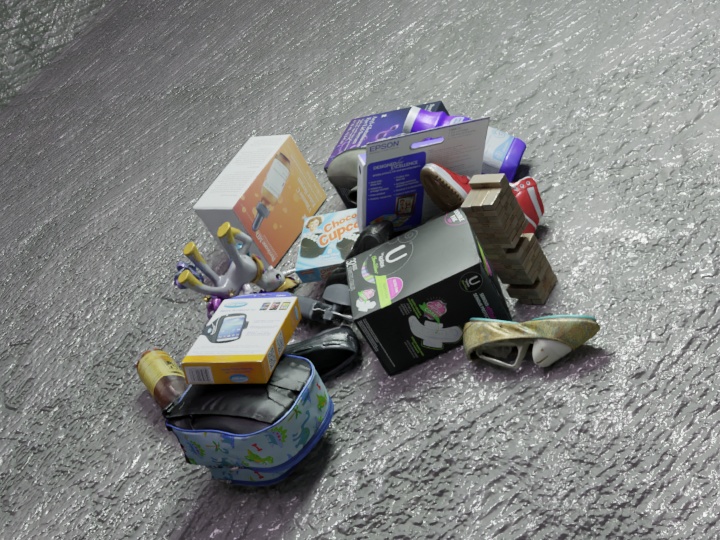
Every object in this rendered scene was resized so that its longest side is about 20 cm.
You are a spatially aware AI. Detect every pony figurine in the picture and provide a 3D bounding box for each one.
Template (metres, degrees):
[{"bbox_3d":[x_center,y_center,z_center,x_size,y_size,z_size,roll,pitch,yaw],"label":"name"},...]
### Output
[{"bbox_3d":[-0.213,0.029,1.821,0.193,0.200,0.167,-49,40,3],"label":"pony figurine"}]

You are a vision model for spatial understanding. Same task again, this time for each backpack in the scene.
[{"bbox_3d":[-0.140,0.204,1.534,0.199,0.148,0.183,-1,39,35],"label":"backpack"}]

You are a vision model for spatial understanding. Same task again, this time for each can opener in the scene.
[{"bbox_3d":[-0.059,0.049,1.727,0.199,0.053,0.067,13,83,56],"label":"can opener"}]

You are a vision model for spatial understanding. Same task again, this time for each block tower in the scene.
[{"bbox_3d":[0.205,-0.040,1.520,0.054,0.201,0.058,1,44,40],"label":"block tower"}]

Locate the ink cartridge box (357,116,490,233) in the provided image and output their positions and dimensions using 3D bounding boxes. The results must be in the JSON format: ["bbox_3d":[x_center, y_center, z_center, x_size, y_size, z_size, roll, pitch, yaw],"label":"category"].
[{"bbox_3d":[0.091,-0.148,1.660,0.197,0.201,0.044,-13,50,-14],"label":"ink cartridge box"}]

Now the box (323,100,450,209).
[{"bbox_3d":[0.060,-0.201,1.942,0.199,0.105,0.148,-8,39,33],"label":"box"}]

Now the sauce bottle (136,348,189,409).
[{"bbox_3d":[-0.303,0.191,1.769,0.066,0.066,0.200,-39,36,-10],"label":"sauce bottle"}]

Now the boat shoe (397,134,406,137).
[{"bbox_3d":[0.126,-0.162,1.752,0.071,0.201,0.071,-12,61,30],"label":"boat shoe"}]

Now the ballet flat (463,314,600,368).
[{"bbox_3d":[0.223,0.097,1.461,0.199,0.071,0.071,-3,42,36],"label":"ballet flat"}]

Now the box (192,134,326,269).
[{"bbox_3d":[-0.178,-0.124,1.993,0.106,0.153,0.201,2,47,40],"label":"box"}]

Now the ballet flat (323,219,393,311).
[{"bbox_3d":[0.000,0.000,1.708,0.057,0.066,0.200,-37,-12,-46],"label":"ballet flat"}]

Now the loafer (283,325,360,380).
[{"bbox_3d":[-0.094,0.145,1.646,0.199,0.068,0.070,-25,23,4],"label":"loafer"}]

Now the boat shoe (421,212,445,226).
[{"bbox_3d":[0.149,-0.052,1.693,0.199,0.075,0.062,-31,50,-15],"label":"boat shoe"}]

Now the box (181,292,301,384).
[{"bbox_3d":[-0.161,0.091,1.551,0.118,0.042,0.200,-2,25,16],"label":"box"}]

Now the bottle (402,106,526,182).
[{"bbox_3d":[0.169,-0.211,1.807,0.199,0.066,0.084,24,50,7],"label":"bottle"}]

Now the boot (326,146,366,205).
[{"bbox_3d":[0.009,-0.149,1.808,0.199,0.068,0.131,0,28,30],"label":"boot"}]

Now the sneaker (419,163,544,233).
[{"bbox_3d":[0.187,-0.118,1.645,0.113,0.200,0.071,-55,12,-21],"label":"sneaker"}]

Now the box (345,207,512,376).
[{"bbox_3d":[0.095,0.029,1.591,0.199,0.125,0.149,-24,35,11],"label":"box"}]

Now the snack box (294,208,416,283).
[{"bbox_3d":[-0.003,-0.049,1.777,0.198,0.037,0.117,-10,48,21],"label":"snack box"}]
